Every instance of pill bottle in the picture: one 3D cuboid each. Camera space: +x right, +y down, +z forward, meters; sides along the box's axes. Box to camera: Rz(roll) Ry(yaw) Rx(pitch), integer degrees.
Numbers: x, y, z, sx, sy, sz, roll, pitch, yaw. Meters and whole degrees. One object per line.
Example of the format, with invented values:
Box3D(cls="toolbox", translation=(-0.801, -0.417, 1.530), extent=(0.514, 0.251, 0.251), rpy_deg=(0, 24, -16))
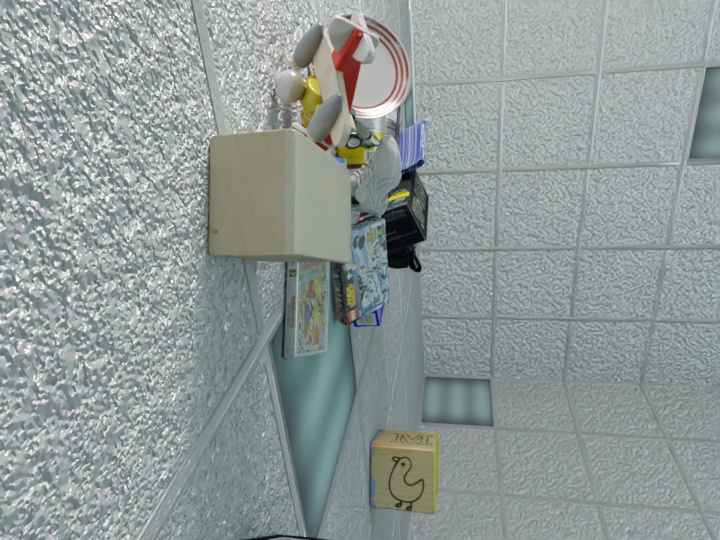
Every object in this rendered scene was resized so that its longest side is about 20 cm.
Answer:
Box3D(cls="pill bottle", translation=(0.002, -0.305, 1.113), extent=(0.109, 0.107, 0.204), rpy_deg=(-30, 120, -77))
Box3D(cls="pill bottle", translation=(0.057, -0.405, 1.403), extent=(0.106, 0.104, 0.203), rpy_deg=(63, 29, -66))

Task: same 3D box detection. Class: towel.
Box3D(cls="towel", translation=(0.095, -0.323, 1.420), extent=(0.024, 0.198, 0.147), rpy_deg=(30, 56, -44))

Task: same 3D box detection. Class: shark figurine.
Box3D(cls="shark figurine", translation=(-0.054, -0.322, 0.984), extent=(0.089, 0.126, 0.218), rpy_deg=(149, -75, -74))

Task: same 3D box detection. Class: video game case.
Box3D(cls="video game case", translation=(-0.087, 0.052, 0.880), extent=(0.200, 0.022, 0.185), rpy_deg=(30, 60, -77))

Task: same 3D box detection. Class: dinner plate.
Box3D(cls="dinner plate", translation=(-0.001, -0.374, 0.948), extent=(0.024, 0.197, 0.204), rpy_deg=(159, -67, -72))

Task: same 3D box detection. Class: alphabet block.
Box3D(cls="alphabet block", translation=(0.141, 0.618, 1.599), extent=(0.196, 0.197, 0.199), rpy_deg=(7, 83, -78))

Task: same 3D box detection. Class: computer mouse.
Box3D(cls="computer mouse", translation=(0.106, -0.055, 1.610), extent=(0.199, 0.052, 0.141), rpy_deg=(-1, -72, 61))

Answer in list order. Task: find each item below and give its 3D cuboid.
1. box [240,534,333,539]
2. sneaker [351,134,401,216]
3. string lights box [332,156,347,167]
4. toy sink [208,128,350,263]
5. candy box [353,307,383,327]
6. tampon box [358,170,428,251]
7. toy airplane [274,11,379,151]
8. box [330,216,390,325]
Box3D(cls="box", translation=(-0.094, 0.444, 0.631), extent=(0.149, 0.105, 0.203), rpy_deg=(67, 26, -65))
Box3D(cls="sneaker", translation=(0.020, -0.184, 1.037), extent=(0.201, 0.098, 0.079), rpy_deg=(109, -30, -47))
Box3D(cls="string lights box", translation=(-0.068, -0.143, 0.883), extent=(0.200, 0.058, 0.105), rpy_deg=(-40, 129, -76))
Box3D(cls="toy sink", translation=(-0.092, -0.077, 0.631), extent=(0.200, 0.110, 0.133), rpy_deg=(3, 87, -74))
Box3D(cls="candy box", translation=(0.020, 0.012, 1.291), extent=(0.201, 0.076, 0.171), rpy_deg=(-73, 158, -54))
Box3D(cls="tampon box", translation=(0.097, -0.171, 1.423), extent=(0.127, 0.148, 0.202), rpy_deg=(56, 29, -34))
Box3D(cls="toy airplane", translation=(-0.054, -0.273, 0.744), extent=(0.200, 0.139, 0.203), rpy_deg=(-145, -126, -71))
Box3D(cls="box", translation=(0.000, 0.000, 1.105), extent=(0.136, 0.040, 0.203), rpy_deg=(-24, 120, -38))
